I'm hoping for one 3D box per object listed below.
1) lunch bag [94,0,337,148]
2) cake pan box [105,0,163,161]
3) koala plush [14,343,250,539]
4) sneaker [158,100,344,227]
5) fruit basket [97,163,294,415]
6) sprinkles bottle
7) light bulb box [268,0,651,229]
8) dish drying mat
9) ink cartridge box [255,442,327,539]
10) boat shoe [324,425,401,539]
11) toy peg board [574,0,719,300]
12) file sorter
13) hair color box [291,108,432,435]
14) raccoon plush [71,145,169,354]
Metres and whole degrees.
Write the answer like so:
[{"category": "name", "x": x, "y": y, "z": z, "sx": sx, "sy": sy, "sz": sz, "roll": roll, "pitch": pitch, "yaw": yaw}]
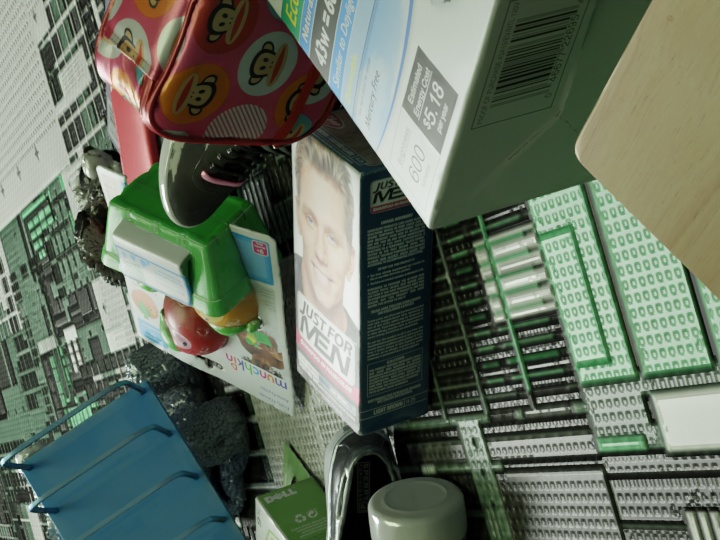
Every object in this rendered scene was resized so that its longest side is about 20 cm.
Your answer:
[{"category": "lunch bag", "x": -0.052, "y": -0.173, "z": 0.862, "sx": 0.082, "sy": 0.175, "sz": 0.201, "roll": 44, "pitch": 120, "yaw": 34}, {"category": "cake pan box", "x": -0.173, "y": -0.148, "z": 1.265, "sx": 0.184, "sy": 0.052, "sz": 0.201, "roll": 53, "pitch": 147, "yaw": 42}, {"category": "koala plush", "x": -0.227, "y": 0.195, "z": 1.389, "sx": 0.177, "sy": 0.199, "sz": 0.185, "roll": 43, "pitch": 140, "yaw": 47}, {"category": "sneaker", "x": -0.078, "y": -0.094, "z": 1.024, "sx": 0.099, "sy": 0.070, "sz": 0.201, "roll": 52, "pitch": 122, "yaw": 38}, {"category": "fruit basket", "x": -0.139, "y": 0.021, "z": 1.188, "sx": 0.184, "sy": 0.094, "sz": 0.201, "roll": 24, "pitch": 134, "yaw": 27}, {"category": "sprinkles bottle", "x": 0.049, "y": 0.250, "z": 1.010, "sx": 0.068, "sy": 0.068, "sz": 0.202, "roll": 23, "pitch": 125, "yaw": 58}, {"category": "light bulb box", "x": 0.055, "y": -0.168, "z": 0.703, "sx": 0.201, "sy": 0.124, "sz": 0.199, "roll": 56, "pitch": 149, "yaw": 32}, {"category": "dish drying mat", "x": -0.197, "y": -0.110, "z": 1.258, "sx": 0.077, "sy": 0.018, "sz": 0.202, "roll": 29, "pitch": 130, "yaw": 55}, {"category": "ink cartridge box", "x": -0.044, "y": 0.249, "z": 1.209, "sx": 0.200, "sy": 0.059, "sz": 0.105, "roll": 45, "pitch": 142, "yaw": 46}, {"category": "boat shoe", "x": 0.010, "y": 0.217, "z": 1.061, "sx": 0.068, "sy": 0.071, "sz": 0.202, "roll": -129, "pitch": 37, "yaw": -74}, {"category": "toy peg board", "x": 0.208, "y": -0.058, "z": 0.518, "sx": 0.199, "sy": 0.098, "sz": 0.201, "roll": 47, "pitch": 147, "yaw": 18}, {"category": "file sorter", "x": -0.200, "y": 0.211, "z": 1.239, "sx": 0.201, "sy": 0.138, "sz": 0.123, "roll": 56, "pitch": 175, "yaw": 9}, {"category": "hair color box", "x": 0.000, "y": 0.000, "z": 0.982, "sx": 0.100, "sy": 0.060, "sz": 0.202, "roll": 40, "pitch": 137, "yaw": 50}, {"category": "raccoon plush", "x": -0.230, "y": -0.026, "z": 1.405, "sx": 0.134, "sy": 0.096, "sz": 0.202, "roll": -125, "pitch": 25, "yaw": -65}]
